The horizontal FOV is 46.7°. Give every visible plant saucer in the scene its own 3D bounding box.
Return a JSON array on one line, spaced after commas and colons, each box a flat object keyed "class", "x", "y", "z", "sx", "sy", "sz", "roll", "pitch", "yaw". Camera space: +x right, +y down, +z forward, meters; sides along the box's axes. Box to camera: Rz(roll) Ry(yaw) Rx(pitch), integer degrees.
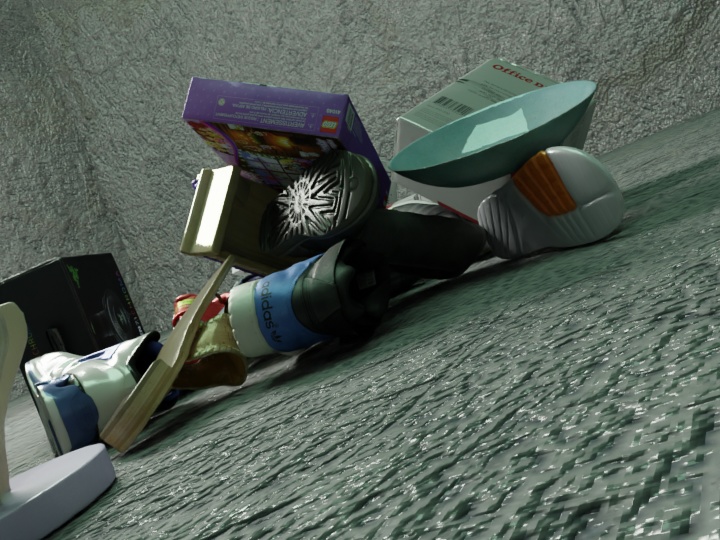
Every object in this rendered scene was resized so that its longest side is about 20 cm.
[{"class": "plant saucer", "x": 0.122, "y": -0.116, "z": 0.757, "sx": 0.197, "sy": 0.039, "sz": 0.201, "roll": -21, "pitch": 16, "yaw": 6}]

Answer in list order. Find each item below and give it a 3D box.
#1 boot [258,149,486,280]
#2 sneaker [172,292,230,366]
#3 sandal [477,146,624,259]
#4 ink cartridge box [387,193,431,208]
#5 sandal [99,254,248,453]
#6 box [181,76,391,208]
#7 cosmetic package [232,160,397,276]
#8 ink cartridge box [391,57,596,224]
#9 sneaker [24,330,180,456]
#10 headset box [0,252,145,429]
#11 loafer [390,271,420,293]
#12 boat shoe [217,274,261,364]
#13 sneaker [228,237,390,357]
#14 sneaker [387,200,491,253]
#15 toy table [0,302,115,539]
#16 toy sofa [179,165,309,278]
[{"class": "boot", "x": 0.031, "y": -0.036, "z": 0.725, "sx": 0.197, "sy": 0.074, "sz": 0.181, "roll": 15, "pitch": -15, "yaw": -29}, {"class": "sneaker", "x": -0.174, "y": 0.069, "z": 0.845, "sx": 0.076, "sy": 0.086, "sz": 0.200, "roll": -22, "pitch": 2, "yaw": 21}, {"class": "sandal", "x": 0.164, "y": -0.061, "z": 0.705, "sx": 0.058, "sy": 0.080, "sz": 0.206, "roll": -25, "pitch": 1, "yaw": -19}, {"class": "ink cartridge box", "x": 0.135, "y": -0.080, "z": 1.074, "sx": 0.145, "sy": 0.084, "sz": 0.199, "roll": -23, "pitch": 3, "yaw": -26}, {"class": "sandal", "x": -0.123, "y": 0.075, "z": 0.650, "sx": 0.078, "sy": 0.069, "sz": 0.213, "roll": -45, "pitch": 12, "yaw": 32}, {"class": "box", "x": -0.056, "y": -0.104, "z": 0.741, "sx": 0.134, "sy": 0.040, "sz": 0.200, "roll": 10, "pitch": -12, "yaw": 15}, {"class": "cosmetic package", "x": -0.067, "y": -0.075, "z": 1.223, "sx": 0.196, "sy": 0.169, "sz": 0.164, "roll": 7, "pitch": -13, "yaw": -31}, {"class": "ink cartridge box", "x": 0.149, "y": -0.145, "z": 0.925, "sx": 0.145, "sy": 0.084, "sz": 0.199, "roll": 29, "pitch": 46, "yaw": 27}, {"class": "sneaker", "x": -0.217, "y": 0.104, "z": 0.716, "sx": 0.113, "sy": 0.082, "sz": 0.198, "roll": -19, "pitch": 8, "yaw": -25}, {"class": "headset box", "x": -0.327, "y": 0.077, "z": 0.971, "sx": 0.091, "sy": 0.177, "sz": 0.200, "roll": -22, "pitch": 2, "yaw": 1}, {"class": "loafer", "x": 0.000, "y": 0.000, "z": 0.961, "sx": 0.071, "sy": 0.074, "sz": 0.200, "roll": -27, "pitch": 3, "yaw": -17}, {"class": "boat shoe", "x": -0.101, "y": 0.037, "z": 0.845, "sx": 0.062, "sy": 0.072, "sz": 0.200, "roll": -53, "pitch": 2, "yaw": 15}, {"class": "sneaker", "x": -0.022, "y": 0.022, "z": 0.671, "sx": 0.109, "sy": 0.078, "sz": 0.200, "roll": -14, "pitch": -4, "yaw": 11}, {"class": "sneaker", "x": 0.068, "y": -0.042, "z": 0.942, "sx": 0.198, "sy": 0.073, "sz": 0.082, "roll": -8, "pitch": 9, "yaw": 46}, {"class": "toy table", "x": -0.227, "y": 0.096, "z": 0.428, "sx": 0.181, "sy": 0.119, "sz": 0.200, "roll": -22, "pitch": 4, "yaw": 15}, {"class": "toy sofa", "x": -0.074, "y": -0.027, "z": 0.812, "sx": 0.197, "sy": 0.085, "sz": 0.097, "roll": 20, "pitch": -11, "yaw": -35}]
